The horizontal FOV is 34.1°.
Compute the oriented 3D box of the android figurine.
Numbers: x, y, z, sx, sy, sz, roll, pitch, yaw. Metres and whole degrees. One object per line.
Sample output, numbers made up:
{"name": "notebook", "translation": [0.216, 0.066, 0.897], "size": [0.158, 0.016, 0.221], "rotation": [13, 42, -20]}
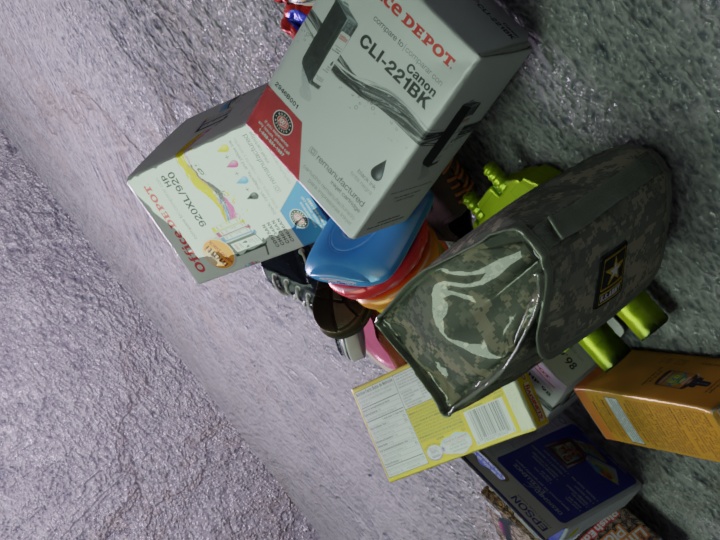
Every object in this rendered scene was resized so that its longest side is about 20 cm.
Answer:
{"name": "android figurine", "translation": [0.168, -0.008, 1.006], "size": [0.200, 0.041, 0.182], "rotation": [49, 145, 9]}

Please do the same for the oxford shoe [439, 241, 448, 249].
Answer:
{"name": "oxford shoe", "translation": [0.072, 0.068, 1.191], "size": [0.071, 0.073, 0.200], "rotation": [102, 156, -65]}

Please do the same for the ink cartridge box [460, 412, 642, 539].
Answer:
{"name": "ink cartridge box", "translation": [0.163, 0.192, 1.209], "size": [0.198, 0.200, 0.047], "rotation": [44, 124, 27]}

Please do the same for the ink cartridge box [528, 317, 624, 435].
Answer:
{"name": "ink cartridge box", "translation": [0.172, 0.071, 1.141], "size": [0.116, 0.067, 0.200], "rotation": [49, 162, 17]}

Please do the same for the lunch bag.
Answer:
{"name": "lunch bag", "translation": [0.134, 0.001, 0.875], "size": [0.118, 0.164, 0.200], "rotation": [53, 143, 10]}

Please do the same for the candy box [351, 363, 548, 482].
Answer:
{"name": "candy box", "translation": [0.080, 0.129, 1.116], "size": [0.200, 0.026, 0.102], "rotation": [-29, 78, 42]}

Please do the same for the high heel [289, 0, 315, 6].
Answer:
{"name": "high heel", "translation": [-0.047, -0.305, 1.009], "size": [0.200, 0.071, 0.143], "rotation": [18, 126, 46]}

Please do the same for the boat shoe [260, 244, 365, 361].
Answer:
{"name": "boat shoe", "translation": [-0.058, 0.021, 1.344], "size": [0.075, 0.093, 0.200], "rotation": [65, -171, -63]}

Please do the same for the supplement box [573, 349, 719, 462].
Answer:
{"name": "supplement box", "translation": [0.268, 0.113, 0.988], "size": [0.069, 0.067, 0.200], "rotation": [56, 162, -11]}

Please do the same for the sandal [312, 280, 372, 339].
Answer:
{"name": "sandal", "translation": [0.000, 0.000, 1.177], "size": [0.055, 0.082, 0.200], "rotation": [56, -154, -36]}

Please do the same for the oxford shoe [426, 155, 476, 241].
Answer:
{"name": "oxford shoe", "translation": [0.074, -0.095, 1.078], "size": [0.073, 0.071, 0.200], "rotation": [26, 159, 21]}

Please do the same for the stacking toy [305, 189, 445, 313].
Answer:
{"name": "stacking toy", "translation": [0.053, 0.016, 1.092], "size": [0.116, 0.110, 0.200], "rotation": [6, 150, 47]}

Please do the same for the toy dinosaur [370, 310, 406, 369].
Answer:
{"name": "toy dinosaur", "translation": [0.038, 0.043, 1.306], "size": [0.181, 0.200, 0.105], "rotation": [28, 162, -38]}

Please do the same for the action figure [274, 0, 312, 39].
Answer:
{"name": "action figure", "translation": [-0.021, -0.226, 1.077], "size": [0.200, 0.065, 0.052], "rotation": [35, 177, 39]}

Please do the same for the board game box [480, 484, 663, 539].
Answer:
{"name": "board game box", "translation": [0.248, 0.308, 1.314], "size": [0.200, 0.097, 0.159], "rotation": [40, 166, 35]}

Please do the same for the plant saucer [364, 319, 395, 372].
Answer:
{"name": "plant saucer", "translation": [0.027, 0.062, 1.505], "size": [0.201, 0.051, 0.201], "rotation": [45, 160, 22]}

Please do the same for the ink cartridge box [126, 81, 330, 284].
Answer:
{"name": "ink cartridge box", "translation": [-0.111, -0.102, 1.253], "size": [0.200, 0.145, 0.147], "rotation": [-19, 113, 34]}

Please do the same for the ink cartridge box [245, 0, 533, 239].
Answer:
{"name": "ink cartridge box", "translation": [0.018, -0.148, 0.937], "size": [0.144, 0.084, 0.200], "rotation": [48, 126, 16]}
